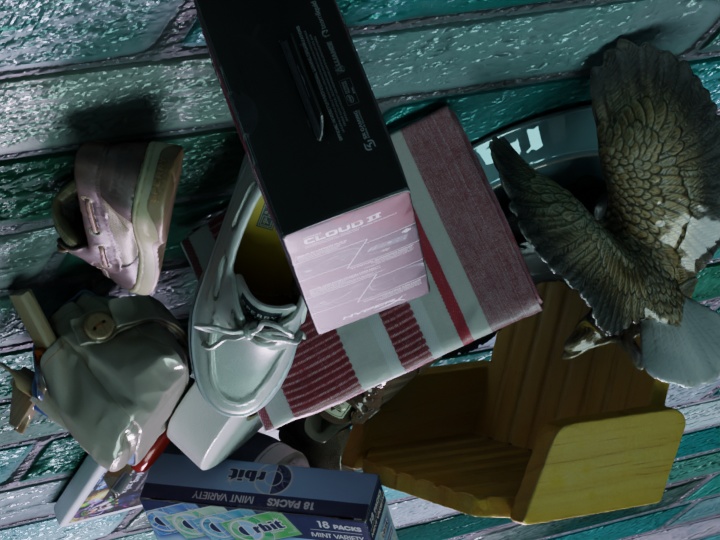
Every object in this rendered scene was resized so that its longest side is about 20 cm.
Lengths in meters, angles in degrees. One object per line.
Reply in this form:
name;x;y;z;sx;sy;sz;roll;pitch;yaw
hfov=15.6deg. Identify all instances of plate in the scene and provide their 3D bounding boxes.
plate;0.120;-0.058;1.837;0.200;0.026;0.200;-20;161;-7

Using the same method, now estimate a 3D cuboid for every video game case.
video game case;-0.141;0.145;2.120;0.181;0.023;0.200;-13;160;-26

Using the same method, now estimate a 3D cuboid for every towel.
towel;0.000;0.000;1.683;0.200;0.144;0.023;-25;177;10

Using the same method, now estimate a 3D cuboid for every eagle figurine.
eagle figurine;0.163;-0.025;1.699;0.150;0.152;0.200;-2;138;6

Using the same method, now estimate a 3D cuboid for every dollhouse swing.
dollhouse swing;0.112;0.064;1.842;0.181;0.176;0.200;-5;-168;-38

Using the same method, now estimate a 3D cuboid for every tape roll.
tape roll;-0.053;0.052;1.801;0.203;0.037;0.203;-46;172;-9

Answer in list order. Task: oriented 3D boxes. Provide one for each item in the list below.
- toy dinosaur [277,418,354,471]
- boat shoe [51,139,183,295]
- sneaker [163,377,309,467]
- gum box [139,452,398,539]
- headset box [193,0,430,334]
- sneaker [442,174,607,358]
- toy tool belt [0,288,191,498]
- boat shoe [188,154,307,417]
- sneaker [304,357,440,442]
toy dinosaur;-0.034;0.117;1.989;0.077;0.201;0.102;-3;-166;-20
boat shoe;-0.148;-0.036;1.562;0.072;0.072;0.200;12;168;-4
sneaker;-0.103;0.165;1.999;0.077;0.146;0.203;-47;152;-28
gum box;-0.053;0.212;1.903;0.169;0.045;0.200;4;143;18
headset box;-0.025;-0.070;1.451;0.077;0.149;0.200;-20;161;-3
sneaker;0.097;-0.011;1.817;0.200;0.076;0.091;-30;151;5
toy tool belt;-0.181;0.068;1.762;0.125;0.123;0.200;-52;174;-14
boat shoe;-0.061;0.017;1.611;0.074;0.086;0.202;15;118;-8
sneaker;0.006;0.071;1.782;0.076;0.070;0.200;-57;177;-19
